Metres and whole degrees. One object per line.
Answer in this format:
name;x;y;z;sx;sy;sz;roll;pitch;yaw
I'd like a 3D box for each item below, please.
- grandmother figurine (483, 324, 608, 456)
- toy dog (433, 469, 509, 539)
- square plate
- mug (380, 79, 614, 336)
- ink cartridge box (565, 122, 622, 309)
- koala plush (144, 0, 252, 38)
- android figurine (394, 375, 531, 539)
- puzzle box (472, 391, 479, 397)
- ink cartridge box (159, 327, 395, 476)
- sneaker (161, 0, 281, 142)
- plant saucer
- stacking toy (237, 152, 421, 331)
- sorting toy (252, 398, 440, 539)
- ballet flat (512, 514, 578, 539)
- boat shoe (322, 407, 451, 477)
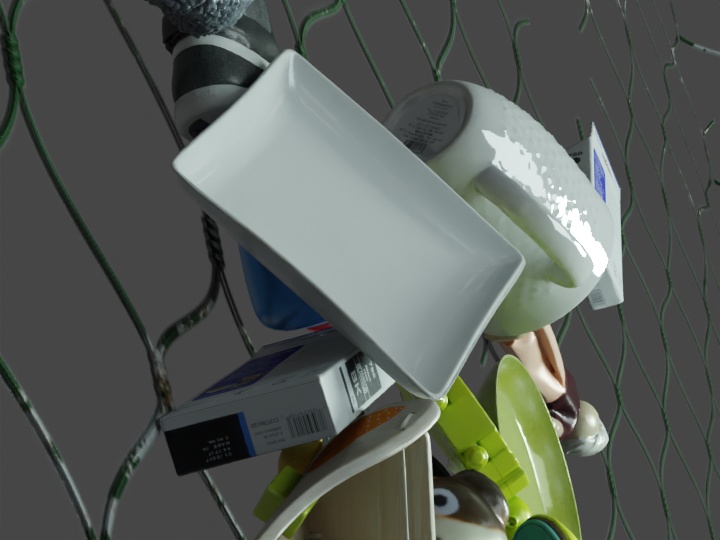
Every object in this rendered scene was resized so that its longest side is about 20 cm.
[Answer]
grandmother figurine;0.168;0.100;2.090;0.200;0.060;0.122;55;33;-42
toy dog;0.070;0.226;1.505;0.194;0.139;0.201;-82;152;-72
square plate;-0.006;-0.026;1.380;0.200;0.028;0.198;41;31;-2
mug;0.105;-0.049;1.807;0.175;0.148;0.200;48;-6;-38
ink cartridge box;0.245;-0.059;2.503;0.200;0.039;0.100;-81;151;-52
koala plush;-0.062;-0.252;1.357;0.184;0.200;0.177;58;20;-16
android figurine;0.063;0.107;1.637;0.182;0.041;0.200;55;-2;0
puzzle box;0.114;0.199;1.870;0.200;0.025;0.133;-75;146;-61
ink cartridge box;-0.037;0.068;1.362;0.200;0.099;0.039;-36;109;-72
sneaker;-0.059;-0.120;1.509;0.200;0.073;0.112;36;43;-63
plant saucer;0.128;0.166;1.847;0.200;0.031;0.201;-15;90;-73
stacking toy;0.000;0.000;1.550;0.200;0.116;0.110;45;31;-71
sorting toy;-0.033;0.188;1.275;0.180;0.106;0.201;-37;129;-56
ballet flat;0.156;0.259;1.580;0.067;0.067;0.201;5;60;-47
boat shoe;0.007;0.118;1.533;0.200;0.056;0.069;47;31;-58
